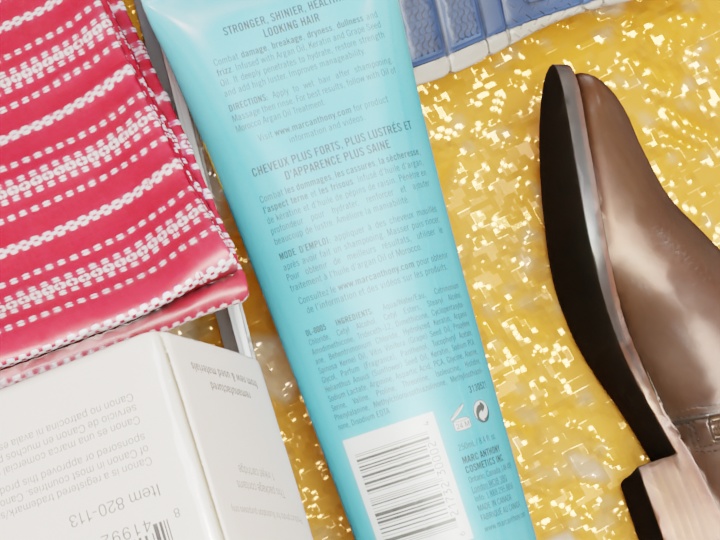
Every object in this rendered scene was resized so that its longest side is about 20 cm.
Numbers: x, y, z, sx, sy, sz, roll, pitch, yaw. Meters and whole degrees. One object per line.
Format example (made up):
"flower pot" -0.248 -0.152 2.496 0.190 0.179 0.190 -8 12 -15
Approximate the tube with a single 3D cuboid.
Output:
"tube" 0.000 0.000 0.824 0.077 0.050 0.200 -17 89 -15

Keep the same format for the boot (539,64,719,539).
"boot" 0.169 0.001 0.878 0.200 0.064 0.187 -16 89 -7

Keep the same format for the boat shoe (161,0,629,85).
"boat shoe" 0.025 -0.100 0.887 0.200 0.072 0.072 -11 99 -19

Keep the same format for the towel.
"towel" -0.132 -0.043 0.841 0.144 0.023 0.200 -20 52 -9

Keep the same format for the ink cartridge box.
"ink cartridge box" -0.077 0.137 0.778 0.146 0.083 0.200 -21 76 15

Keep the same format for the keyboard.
"keyboard" -0.056 -0.048 0.873 0.011 0.056 0.200 -14 75 -8
